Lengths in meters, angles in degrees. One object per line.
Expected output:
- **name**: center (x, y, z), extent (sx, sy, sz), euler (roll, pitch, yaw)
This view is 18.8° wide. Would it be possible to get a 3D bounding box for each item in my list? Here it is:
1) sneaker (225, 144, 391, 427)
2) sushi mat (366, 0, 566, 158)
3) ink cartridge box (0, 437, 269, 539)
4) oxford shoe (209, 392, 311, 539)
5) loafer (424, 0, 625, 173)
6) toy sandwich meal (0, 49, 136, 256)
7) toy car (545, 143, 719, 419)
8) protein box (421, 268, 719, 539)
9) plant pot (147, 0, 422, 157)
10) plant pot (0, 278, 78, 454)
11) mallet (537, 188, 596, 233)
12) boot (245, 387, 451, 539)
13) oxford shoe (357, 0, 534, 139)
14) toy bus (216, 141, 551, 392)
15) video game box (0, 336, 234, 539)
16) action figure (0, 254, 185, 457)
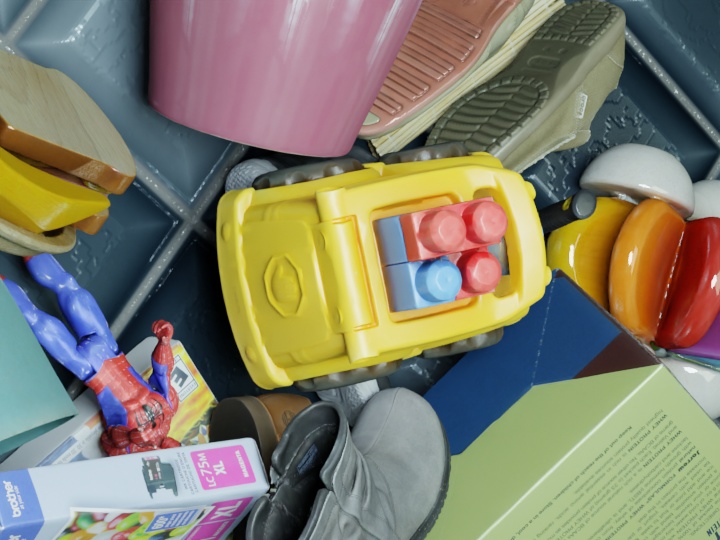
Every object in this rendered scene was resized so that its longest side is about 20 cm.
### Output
- **sneaker**: center (0.000, 0.000, 1.403), extent (0.114, 0.075, 0.200), euler (-33, 108, -27)
- **sushi mat**: center (0.062, -0.164, 1.479), extent (0.200, 0.012, 0.096), euler (-39, 112, -27)
- **ink cartridge box**: center (-0.163, 0.147, 1.218), extent (0.200, 0.119, 0.042), euler (-3, 59, -33)
- **oxford shoe**: center (-0.040, 0.173, 1.336), extent (0.071, 0.071, 0.200), euler (-8, 96, -41)
- **loafer**: center (0.120, -0.104, 1.482), extent (0.200, 0.076, 0.067), euler (-43, 129, -24)
- **toy sandwich meal**: center (-0.210, -0.084, 1.189), extent (0.205, 0.205, 0.070), euler (37, 100, -30)
- **toy car**: center (0.233, 0.012, 1.523), extent (0.200, 0.150, 0.175), euler (20, 80, -34)
- **protein box**: center (0.139, 0.149, 1.416), extent (0.199, 0.135, 0.200), euler (-44, 127, 1)
- **plant pot**: center (-0.046, -0.171, 1.307), extent (0.200, 0.200, 0.179), euler (5, 104, -35)
- **plant pot**: center (-0.273, 0.044, 1.149), extent (0.201, 0.201, 0.161), euler (-22, 86, -32)
- **mallet**: center (0.112, -0.037, 1.414), extent (0.041, 0.200, 0.066), euler (26, 70, -12)
- **boot**: center (-0.003, 0.118, 1.274), extent (0.132, 0.070, 0.200), euler (70, 26, -42)
- **oxford shoe**: center (0.058, -0.144, 1.420), extent (0.200, 0.071, 0.074), euler (-44, 156, -23)
- **toy bus**: center (0.043, -0.012, 1.280), extent (0.200, 0.192, 0.136), euler (-12, 90, -31)
- **video game box**: center (-0.144, 0.172, 1.330), extent (0.200, 0.047, 0.182), euler (-42, 117, -26)
- **action figure**: center (-0.152, 0.039, 1.255), extent (0.065, 0.099, 0.200), euler (-42, 99, -27)
